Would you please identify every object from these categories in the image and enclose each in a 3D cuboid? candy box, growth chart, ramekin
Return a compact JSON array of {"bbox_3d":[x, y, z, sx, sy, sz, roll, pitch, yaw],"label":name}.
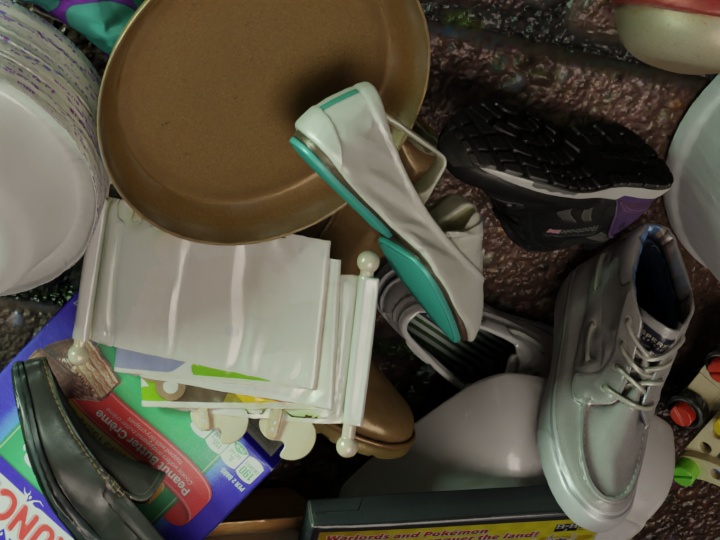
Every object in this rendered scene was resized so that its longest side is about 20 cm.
[{"bbox_3d":[-0.170,0.123,1.230,0.169,0.077,0.200,45,108,1],"label":"candy box"},{"bbox_3d":[-0.083,0.031,1.151,0.199,0.018,0.145,16,99,6],"label":"growth chart"},{"bbox_3d":[0.310,-0.050,1.258,0.199,0.098,0.201,-6,126,-9],"label":"ramekin"}]

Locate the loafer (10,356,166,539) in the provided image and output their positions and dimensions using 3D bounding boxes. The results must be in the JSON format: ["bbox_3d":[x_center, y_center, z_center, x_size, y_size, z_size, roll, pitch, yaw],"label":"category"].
[{"bbox_3d":[-0.152,0.139,1.161,0.072,0.073,0.201,-25,94,-6],"label":"loafer"}]

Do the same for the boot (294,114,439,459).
[{"bbox_3d":[0.000,0.000,1.201,0.175,0.066,0.200,34,116,5],"label":"boot"}]

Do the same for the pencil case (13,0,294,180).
[{"bbox_3d":[-0.115,-0.136,1.104,0.092,0.085,0.200,-38,125,11],"label":"pencil case"}]

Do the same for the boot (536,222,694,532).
[{"bbox_3d":[0.169,0.063,1.230,0.073,0.201,0.096,17,144,-20],"label":"boot"}]

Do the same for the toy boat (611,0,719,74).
[{"bbox_3d":[0.249,-0.189,1.150,0.199,0.131,0.131,-8,95,-9],"label":"toy boat"}]

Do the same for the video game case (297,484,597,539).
[{"bbox_3d":[0.051,0.203,1.282,0.199,0.026,0.181,-2,144,-12],"label":"video game case"}]

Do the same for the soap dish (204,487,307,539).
[{"bbox_3d":[-0.111,0.246,1.372,0.157,0.081,0.201,-3,125,-11],"label":"soap dish"}]

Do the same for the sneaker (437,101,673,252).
[{"bbox_3d":[0.112,-0.045,1.198,0.199,0.076,0.088,6,132,-45],"label":"sneaker"}]

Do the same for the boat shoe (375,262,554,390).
[{"bbox_3d":[0.088,0.065,1.302,0.200,0.067,0.074,28,114,-28],"label":"boat shoe"}]

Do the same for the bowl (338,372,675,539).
[{"bbox_3d":[0.107,0.165,1.331,0.199,0.075,0.200,20,135,-36],"label":"bowl"}]

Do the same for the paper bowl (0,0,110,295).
[{"bbox_3d":[-0.244,-0.059,1.077,0.200,0.105,0.201,5,139,5],"label":"paper bowl"}]

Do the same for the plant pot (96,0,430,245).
[{"bbox_3d":[-0.056,-0.104,1.067,0.199,0.028,0.201,-16,131,-19],"label":"plant pot"}]

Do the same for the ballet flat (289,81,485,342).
[{"bbox_3d":[0.034,-0.034,1.111,0.069,0.070,0.200,-32,129,9],"label":"ballet flat"}]

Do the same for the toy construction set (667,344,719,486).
[{"bbox_3d":[0.292,0.104,1.339,0.131,0.092,0.200,40,128,9],"label":"toy construction set"}]
